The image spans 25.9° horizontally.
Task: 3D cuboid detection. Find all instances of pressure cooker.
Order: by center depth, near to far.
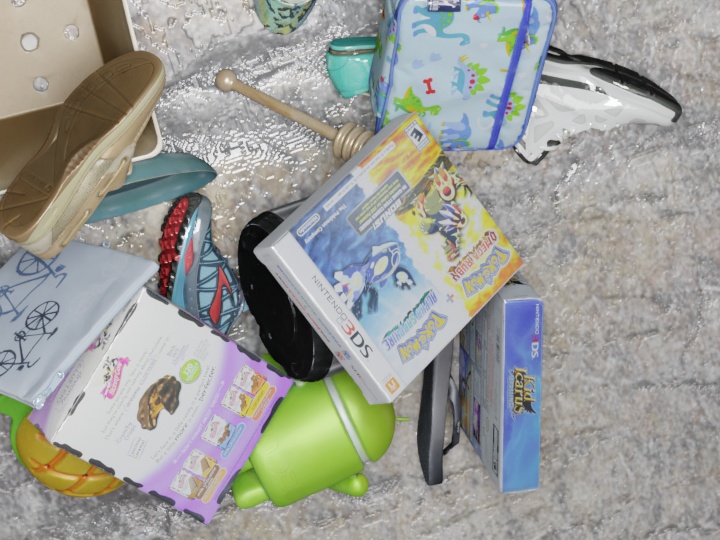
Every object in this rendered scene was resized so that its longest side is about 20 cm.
[{"bbox_3d":[-0.002,-0.002,1.536,0.199,0.176,0.180,-19,73,-25],"label":"pressure cooker"}]

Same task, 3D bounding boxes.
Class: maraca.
[{"bbox_3d":[-0.288,0.154,1.562,0.136,0.107,0.201,-23,135,2],"label":"maraca"}]

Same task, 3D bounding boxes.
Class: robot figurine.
[{"bbox_3d":[-0.052,0.168,1.616,0.199,0.116,0.177,-26,114,-1],"label":"robot figurine"}]

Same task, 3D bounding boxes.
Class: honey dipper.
[{"bbox_3d":[-0.059,-0.150,1.514,0.199,0.038,0.038,29,103,24],"label":"honey dipper"}]

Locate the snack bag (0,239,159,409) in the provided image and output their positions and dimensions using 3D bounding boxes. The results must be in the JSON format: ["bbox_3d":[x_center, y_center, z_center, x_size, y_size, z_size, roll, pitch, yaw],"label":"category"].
[{"bbox_3d":[-0.298,0.041,1.464,0.189,0.199,0.021,-51,132,-28],"label":"snack bag"}]

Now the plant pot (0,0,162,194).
[{"bbox_3d":[-0.305,-0.198,1.432,0.198,0.177,0.202,-15,109,-7],"label":"plant pot"}]

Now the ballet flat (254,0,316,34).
[{"bbox_3d":[-0.054,-0.321,1.498,0.074,0.074,0.202,13,104,-13],"label":"ballet flat"}]

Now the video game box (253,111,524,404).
[{"bbox_3d":[0.030,-0.011,1.425,0.200,0.047,0.183,-44,108,-23],"label":"video game box"}]

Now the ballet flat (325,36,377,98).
[{"bbox_3d":[0.065,-0.206,1.556,0.198,0.067,0.071,-9,114,-2],"label":"ballet flat"}]

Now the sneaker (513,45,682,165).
[{"bbox_3d":[0.221,-0.157,1.601,0.199,0.076,0.116,17,112,-6],"label":"sneaker"}]

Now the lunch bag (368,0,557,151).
[{"bbox_3d":[0.096,-0.203,1.460,0.159,0.083,0.201,2,137,-11],"label":"lunch bag"}]

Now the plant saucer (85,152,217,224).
[{"bbox_3d":[-0.234,-0.076,1.480,0.198,0.200,0.028,-16,86,-5],"label":"plant saucer"}]

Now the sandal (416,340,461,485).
[{"bbox_3d":[0.090,0.135,1.652,0.042,0.076,0.202,2,106,-9],"label":"sandal"}]

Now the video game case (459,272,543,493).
[{"bbox_3d":[0.141,0.097,1.595,0.045,0.181,0.202,-3,107,-10],"label":"video game case"}]

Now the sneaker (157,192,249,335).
[{"bbox_3d":[-0.155,0.014,1.585,0.095,0.079,0.202,-3,115,-20],"label":"sneaker"}]

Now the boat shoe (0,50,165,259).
[{"bbox_3d":[-0.232,-0.101,1.353,0.200,0.071,0.065,-51,144,-3],"label":"boat shoe"}]

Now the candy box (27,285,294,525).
[{"bbox_3d":[-0.190,0.124,1.509,0.199,0.071,0.169,35,85,-34],"label":"candy box"}]
